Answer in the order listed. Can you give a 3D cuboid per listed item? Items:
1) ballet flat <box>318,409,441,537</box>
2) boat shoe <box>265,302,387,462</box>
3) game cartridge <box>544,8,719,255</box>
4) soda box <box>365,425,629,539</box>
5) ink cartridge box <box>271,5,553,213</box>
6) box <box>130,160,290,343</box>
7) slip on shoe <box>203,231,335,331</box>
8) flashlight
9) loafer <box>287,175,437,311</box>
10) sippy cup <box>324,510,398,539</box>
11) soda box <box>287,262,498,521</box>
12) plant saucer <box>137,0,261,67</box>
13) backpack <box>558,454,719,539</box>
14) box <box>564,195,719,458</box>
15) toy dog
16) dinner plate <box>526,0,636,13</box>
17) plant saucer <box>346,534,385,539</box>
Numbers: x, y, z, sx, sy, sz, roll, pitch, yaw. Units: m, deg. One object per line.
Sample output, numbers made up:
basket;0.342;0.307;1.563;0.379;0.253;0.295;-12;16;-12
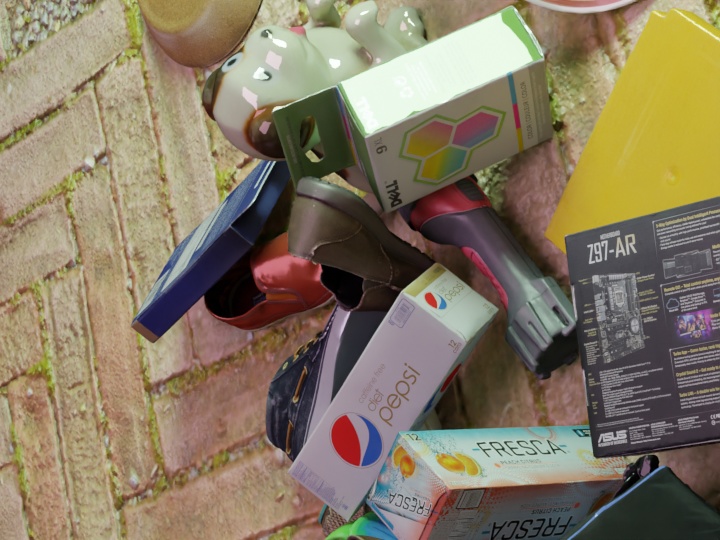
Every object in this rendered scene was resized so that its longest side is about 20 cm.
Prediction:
ballet flat;0.025;0.144;1.620;0.075;0.068;0.202;27;115;23
boat shoe;-0.027;0.076;1.668;0.091;0.070;0.202;32;111;46
game cartridge;0.231;-0.065;1.419;0.176;0.032;0.201;44;117;41
soda box;0.104;0.155;1.415;0.068;0.199;0.064;45;120;40
ink cartridge box;0.042;-0.109;1.497;0.104;0.199;0.060;73;172;-58
box;-0.121;-0.030;1.761;0.200;0.032;0.121;-44;14;39
slip on shoe;-0.063;0.000;1.723;0.199;0.061;0.075;-29;64;42
flashlight;0.099;-0.004;1.540;0.068;0.068;0.201;-35;60;2
loafer;0.000;0.000;1.545;0.073;0.200;0.071;18;75;43
sippy cup;0.052;0.265;1.529;0.178;0.139;0.132;31;122;55
soda box;0.023;0.093;1.524;0.064;0.068;0.201;38;122;9
plant saucer;-0.159;-0.293;1.873;0.199;0.035;0.202;-6;82;48
backpack;0.172;0.257;1.351;0.134;0.182;0.201;36;137;28
box;0.235;0.036;1.350;0.199;0.043;0.162;-16;78;44
toy dog;-0.029;-0.136;1.589;0.140;0.199;0.195;49;121;39
dinner plate;0.157;-0.287;1.459;0.198;0.024;0.202;10;117;21
plant saucer;0.045;0.271;1.382;0.200;0.034;0.202;158;90;-77
